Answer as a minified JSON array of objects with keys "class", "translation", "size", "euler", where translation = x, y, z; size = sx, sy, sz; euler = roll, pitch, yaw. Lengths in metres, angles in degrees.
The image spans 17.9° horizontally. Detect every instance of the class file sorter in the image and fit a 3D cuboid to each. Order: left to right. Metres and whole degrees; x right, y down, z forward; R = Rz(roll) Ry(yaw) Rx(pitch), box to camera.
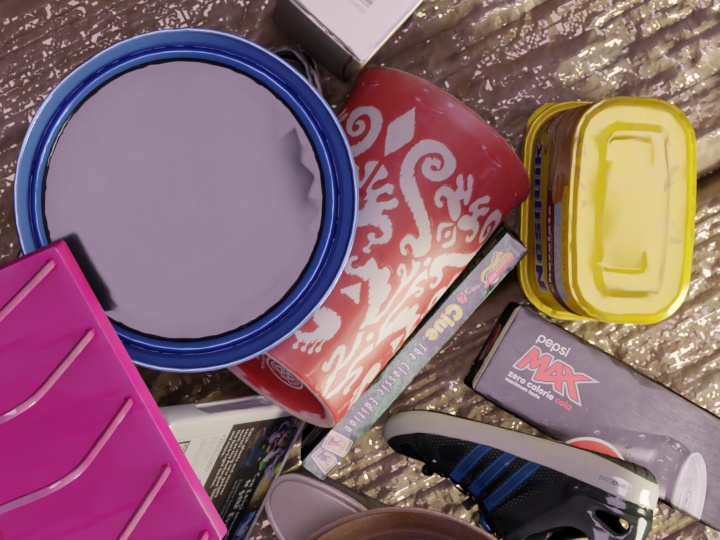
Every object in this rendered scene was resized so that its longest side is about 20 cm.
[{"class":"file sorter","translation":[-0.196,0.114,1.283],"size":[0.139,0.125,0.200],"euler":[-23,104,22]}]

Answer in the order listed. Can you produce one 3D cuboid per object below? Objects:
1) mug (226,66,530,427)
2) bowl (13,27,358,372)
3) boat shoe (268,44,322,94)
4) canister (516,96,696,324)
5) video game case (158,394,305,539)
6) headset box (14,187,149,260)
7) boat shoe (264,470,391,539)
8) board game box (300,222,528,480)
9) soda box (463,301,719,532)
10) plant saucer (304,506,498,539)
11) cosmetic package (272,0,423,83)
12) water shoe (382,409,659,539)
[{"class":"mug","translation":[0.007,0.002,1.452],"size":[0.200,0.133,0.178],"euler":[-54,137,-17]},{"class":"bowl","translation":[-0.103,-0.041,1.337],"size":[0.200,0.039,0.201],"euler":[0,92,-7]},{"class":"boat shoe","translation":[-0.050,-0.051,1.526],"size":[0.071,0.064,0.200],"euler":[-6,92,-4]},{"class":"canister","translation":[0.157,-0.039,1.470],"size":[0.086,0.200,0.149],"euler":[2,91,-4]},{"class":"video game case","translation":[-0.121,0.170,1.454],"size":[0.023,0.182,0.200],"euler":[32,105,24]},{"class":"headset box","translation":[-0.150,-0.037,1.453],"size":[0.093,0.200,0.174],"euler":[26,89,-3]},{"class":"boat shoe","translation":[0.022,0.200,1.547],"size":[0.200,0.057,0.067],"euler":[35,107,1]},{"class":"board game box","translation":[0.033,0.049,1.503],"size":[0.023,0.105,0.200],"euler":[42,96,-3]},{"class":"soda box","translation":[0.173,0.099,1.543],"size":[0.200,0.063,0.071],"euler":[30,89,-3]},{"class":"plant saucer","translation":[0.034,0.246,1.507],"size":[0.200,0.037,0.201],"euler":[2,103,10]},{"class":"cosmetic package","translation":[0.003,-0.184,1.459],"size":[0.073,0.200,0.104],"euler":[42,90,-3]},{"class":"water shoe","translation":[0.095,0.145,1.497],"size":[0.200,0.071,0.079],"euler":[12,82,30]}]
